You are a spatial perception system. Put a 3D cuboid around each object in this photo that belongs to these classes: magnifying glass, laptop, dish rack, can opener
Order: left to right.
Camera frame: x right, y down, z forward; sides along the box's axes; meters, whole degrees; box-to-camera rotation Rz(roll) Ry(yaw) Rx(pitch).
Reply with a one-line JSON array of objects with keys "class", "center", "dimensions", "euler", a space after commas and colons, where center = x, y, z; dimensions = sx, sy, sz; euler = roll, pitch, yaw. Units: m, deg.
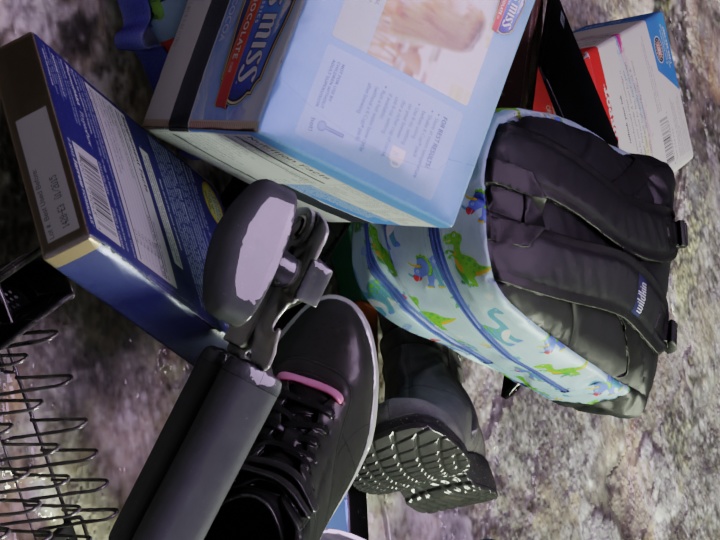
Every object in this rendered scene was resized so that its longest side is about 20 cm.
[{"class": "dish rack", "center": [-0.169, 0.106, 1.185], "dimensions": [0.153, 0.054, 0.200], "euler": [-42, 120, -55]}, {"class": "can opener", "center": [-0.077, 0.051, 1.253], "dimensions": [0.067, 0.053, 0.200], "euler": [30, 85, -28]}, {"class": "magnifying glass", "center": [0.000, 0.000, 1.547], "dimensions": [0.080, 0.022, 0.200], "euler": [21, 66, -58]}, {"class": "laptop", "center": [0.110, -0.052, 1.636], "dimensions": [0.103, 0.200, 0.177], "euler": [30, 23, -6]}]

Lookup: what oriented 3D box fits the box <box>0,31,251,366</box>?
[{"class": "box", "center": [-0.113, -0.025, 1.283], "dimensions": [0.200, 0.032, 0.121], "euler": [40, 27, -57]}]

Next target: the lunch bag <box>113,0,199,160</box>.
[{"class": "lunch bag", "center": [-0.067, -0.165, 1.411], "dimensions": [0.200, 0.094, 0.151], "euler": [-44, 125, -45]}]

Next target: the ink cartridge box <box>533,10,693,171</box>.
[{"class": "ink cartridge box", "center": [0.166, -0.107, 1.820], "dimensions": [0.200, 0.067, 0.116], "euler": [-31, 110, -59]}]

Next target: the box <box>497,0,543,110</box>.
[{"class": "box", "center": [0.073, -0.104, 1.617], "dimensions": [0.100, 0.075, 0.200], "euler": [83, 16, -61]}]

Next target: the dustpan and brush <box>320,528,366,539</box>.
[{"class": "dustpan and brush", "center": [-0.025, 0.172, 1.387], "dimensions": [0.140, 0.057, 0.200], "euler": [-31, 112, -31]}]

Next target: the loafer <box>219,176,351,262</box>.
[{"class": "loafer", "center": [-0.031, -0.050, 1.439], "dimensions": [0.068, 0.070, 0.201], "euler": [40, 43, -16]}]

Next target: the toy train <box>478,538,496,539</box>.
[{"class": "toy train", "center": [0.076, 0.268, 1.569], "dimensions": [0.116, 0.085, 0.200], "euler": [55, 38, -24]}]

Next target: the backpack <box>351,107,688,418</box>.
[{"class": "backpack", "center": [0.088, -0.014, 1.439], "dimensions": [0.200, 0.154, 0.163], "euler": [29, 67, -65]}]

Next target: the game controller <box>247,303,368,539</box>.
[{"class": "game controller", "center": [-0.034, 0.113, 1.439], "dimensions": [0.104, 0.042, 0.200], "euler": [11, 73, -60]}]

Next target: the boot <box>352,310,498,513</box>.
[{"class": "boot", "center": [0.027, 0.063, 1.485], "dimensions": [0.200, 0.070, 0.132], "euler": [55, 25, -73]}]

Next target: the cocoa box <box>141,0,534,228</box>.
[{"class": "cocoa box", "center": [-0.001, -0.137, 1.330], "dimensions": [0.133, 0.131, 0.200], "euler": [25, 80, -30]}]

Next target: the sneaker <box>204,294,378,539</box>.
[{"class": "sneaker", "center": [-0.037, 0.098, 1.318], "dimensions": [0.099, 0.071, 0.200], "euler": [97, 13, -74]}]
